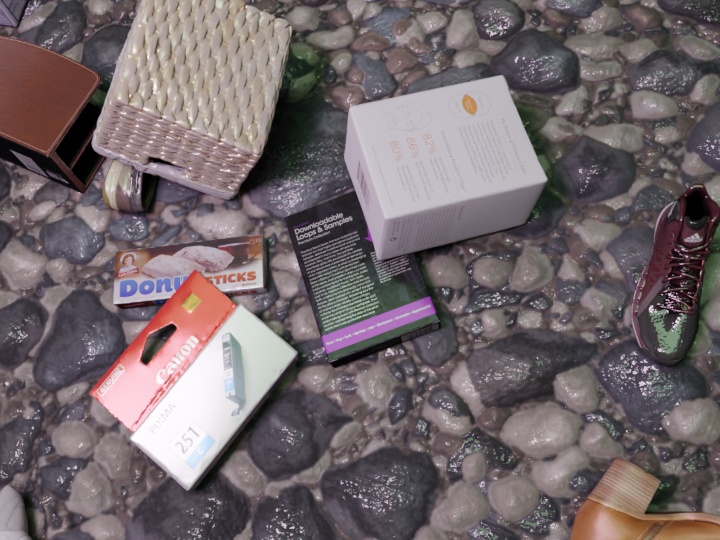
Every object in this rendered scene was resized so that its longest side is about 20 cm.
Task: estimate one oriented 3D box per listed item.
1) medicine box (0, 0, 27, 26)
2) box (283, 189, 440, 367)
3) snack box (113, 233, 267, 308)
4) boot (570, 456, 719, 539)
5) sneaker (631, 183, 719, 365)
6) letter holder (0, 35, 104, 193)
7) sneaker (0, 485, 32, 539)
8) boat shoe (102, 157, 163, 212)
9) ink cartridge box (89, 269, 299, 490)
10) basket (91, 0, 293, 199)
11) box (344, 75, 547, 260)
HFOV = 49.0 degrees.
[{"bbox_3d":[-0.563,-0.498,1.159,0.101,0.201,0.186,9,71,10],"label":"medicine box"},{"bbox_3d":[0.000,0.000,0.969,0.140,0.036,0.203,-19,69,0],"label":"box"},{"bbox_3d":[-0.216,0.002,1.008,0.196,0.024,0.073,-7,70,6],"label":"snack box"},{"bbox_3d":[0.302,0.304,0.786,0.198,0.077,0.157,30,81,11],"label":"boot"},{"bbox_3d":[0.350,-0.005,0.871,0.074,0.116,0.204,9,71,12],"label":"sneaker"},{"bbox_3d":[-0.445,-0.221,1.091,0.197,0.101,0.144,22,72,16],"label":"letter holder"},{"bbox_3d":[-0.476,0.312,0.914,0.196,0.076,0.093,-15,60,-5],"label":"sneaker"},{"bbox_3d":[-0.281,-0.171,1.064,0.065,0.072,0.204,16,77,8],"label":"boat shoe"},{"bbox_3d":[-0.199,0.122,0.934,0.175,0.045,0.201,38,78,8],"label":"ink cartridge box"},{"bbox_3d":[-0.207,-0.225,0.983,0.195,0.160,0.204,19,72,-19],"label":"basket"},{"bbox_3d":[0.095,-0.122,0.941,0.196,0.107,0.155,-13,67,-10],"label":"box"}]
